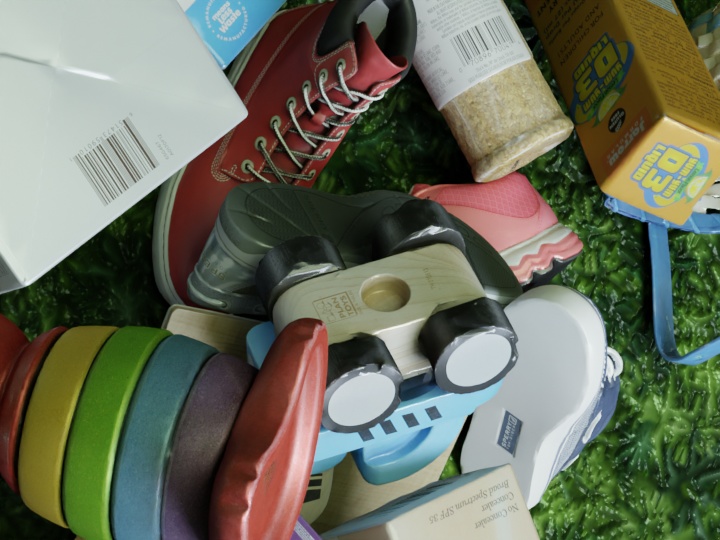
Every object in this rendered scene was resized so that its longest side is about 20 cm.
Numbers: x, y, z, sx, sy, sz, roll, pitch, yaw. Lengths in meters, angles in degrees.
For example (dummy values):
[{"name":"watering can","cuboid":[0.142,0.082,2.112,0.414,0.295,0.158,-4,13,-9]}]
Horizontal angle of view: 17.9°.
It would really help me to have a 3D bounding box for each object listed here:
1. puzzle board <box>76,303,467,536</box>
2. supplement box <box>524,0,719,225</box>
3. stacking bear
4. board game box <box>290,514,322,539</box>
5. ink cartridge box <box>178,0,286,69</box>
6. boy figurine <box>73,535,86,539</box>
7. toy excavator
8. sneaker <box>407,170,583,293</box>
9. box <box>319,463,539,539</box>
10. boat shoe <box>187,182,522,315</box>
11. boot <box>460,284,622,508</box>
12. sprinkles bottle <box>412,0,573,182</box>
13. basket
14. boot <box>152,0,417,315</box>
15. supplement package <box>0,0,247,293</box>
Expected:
[{"name":"puzzle board","cuboid":[-0.043,0.100,1.263,0.199,0.017,0.151,12,112,-29]},{"name":"supplement box","cuboid":[0.161,-0.120,1.365,0.069,0.067,0.200,20,33,-30]},{"name":"stacking bear","cuboid":[-0.127,0.071,1.076,0.199,0.114,0.122,14,52,11]},{"name":"board game box","cuboid":[-0.028,0.207,1.101,0.200,0.032,0.120,48,56,7]},{"name":"ink cartridge box","cuboid":[-0.122,-0.216,1.271,0.200,0.068,0.116,47,63,-17]},{"name":"boy figurine","cuboid":[-0.109,0.169,1.143,0.124,0.064,0.201,-11,67,-29]},{"name":"toy excavator","cuboid":[-0.017,0.085,1.197,0.193,0.201,0.100,-16,47,-14]},{"name":"sneaker","cuboid":[0.034,-0.004,1.348,0.199,0.074,0.087,-23,77,-31]},{"name":"box","cuboid":[0.061,0.213,1.189,0.095,0.078,0.201,-22,90,-36]},{"name":"boat shoe","cuboid":[0.000,0.001,1.249,0.201,0.065,0.075,6,41,-38]},{"name":"boot","cuboid":[0.116,0.057,1.319,0.073,0.200,0.090,40,56,15]},{"name":"sprinkles bottle","cuboid":[0.050,-0.153,1.344,0.068,0.068,0.201,-26,85,-31]},{"name":"basket","cuboid":[0.238,-0.057,1.404,0.139,0.176,0.201,14,65,-34]},{"name":"boot","cuboid":[-0.039,-0.068,1.257,0.072,0.144,0.201,30,70,-25]},{"name":"supplement package","cuboid":[-0.190,-0.082,1.134,0.152,0.200,0.151,-40,103,-29]}]
